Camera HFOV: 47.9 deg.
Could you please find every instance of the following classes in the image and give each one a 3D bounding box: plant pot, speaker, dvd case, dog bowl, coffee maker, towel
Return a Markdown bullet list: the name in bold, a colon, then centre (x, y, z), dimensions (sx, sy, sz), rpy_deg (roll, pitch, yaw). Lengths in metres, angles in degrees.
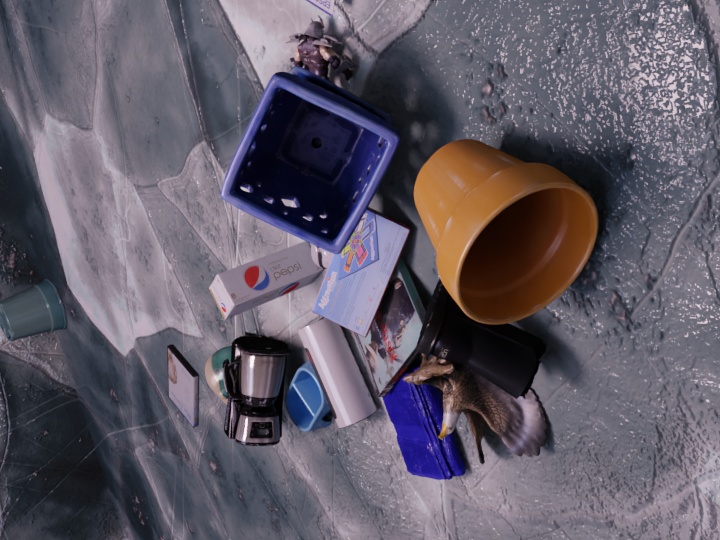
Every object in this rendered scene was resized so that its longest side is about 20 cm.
- **plant pot**: centre (0.161, -0.068, 1.017), dimensions (0.184, 0.198, 0.202), rpy_deg (-125, 34, -45)
- **speaker**: centre (-0.044, 0.184, 1.508), dimensions (0.081, 0.081, 0.202), rpy_deg (-26, 88, 55)
- **dvd case**: centre (-0.491, 0.319, 2.236), dimensions (0.142, 0.017, 0.202), rpy_deg (39, 137, 34)
- **dvd case**: centre (0.049, 0.098, 1.347), dimensions (0.201, 0.022, 0.147), rpy_deg (-59, 44, 48)
- **dog bowl**: centre (-0.098, 0.254, 1.644), dimensions (0.112, 0.049, 0.201), rpy_deg (53, 142, 21)
- **plant pot**: centre (-0.066, -0.174, 1.187), dimensions (0.198, 0.180, 0.201), rpy_deg (26, 113, -7)
- **coffee maker**: centre (-0.212, 0.247, 1.695), dimensions (0.192, 0.133, 0.203), rpy_deg (-57, -26, -84)
- **plant pot**: centre (-1.205, 0.154, 2.956), dimensions (0.199, 0.195, 0.202), rpy_deg (28, 128, 42)
- **towel**: centre (0.093, 0.259, 1.389), dimensions (0.147, 0.049, 0.202), rpy_deg (-14, 96, 54)

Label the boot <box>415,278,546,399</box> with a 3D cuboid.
- **boot**: centre (0.175, 0.078, 1.140), dimensions (0.167, 0.201, 0.077), rpy_deg (25, 129, 0)

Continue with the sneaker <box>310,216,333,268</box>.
- **sneaker**: centre (-0.027, -0.068, 1.357), dimensions (0.115, 0.075, 0.202), rpy_deg (36, 139, 35)

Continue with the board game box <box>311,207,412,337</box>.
- **board game box**: centre (0.000, 0.000, 1.308), dimensions (0.102, 0.019, 0.202), rpy_deg (25, 112, 6)

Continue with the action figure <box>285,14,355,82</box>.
- **action figure**: centre (-0.064, -0.300, 1.289), dimensions (0.130, 0.069, 0.202), rpy_deg (27, 125, 53)

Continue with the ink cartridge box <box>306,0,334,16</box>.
- **ink cartridge box**: centre (-0.075, -0.515, 1.206), dimensions (0.197, 0.047, 0.201), rpy_deg (41, 139, 31)

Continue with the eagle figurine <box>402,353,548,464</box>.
- **eagle figurine**: centre (0.165, 0.195, 1.213), dimensions (0.151, 0.199, 0.152), rpy_deg (-53, 18, 13)

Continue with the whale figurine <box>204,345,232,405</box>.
- **whale figurine**: centre (-0.257, 0.256, 1.803), dimensions (0.103, 0.159, 0.201), rpy_deg (-38, 74, 15)

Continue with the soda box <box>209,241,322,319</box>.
- **soda box**: centre (-0.172, 0.016, 1.482), dimensions (0.069, 0.199, 0.064), rpy_deg (59, 144, 12)
